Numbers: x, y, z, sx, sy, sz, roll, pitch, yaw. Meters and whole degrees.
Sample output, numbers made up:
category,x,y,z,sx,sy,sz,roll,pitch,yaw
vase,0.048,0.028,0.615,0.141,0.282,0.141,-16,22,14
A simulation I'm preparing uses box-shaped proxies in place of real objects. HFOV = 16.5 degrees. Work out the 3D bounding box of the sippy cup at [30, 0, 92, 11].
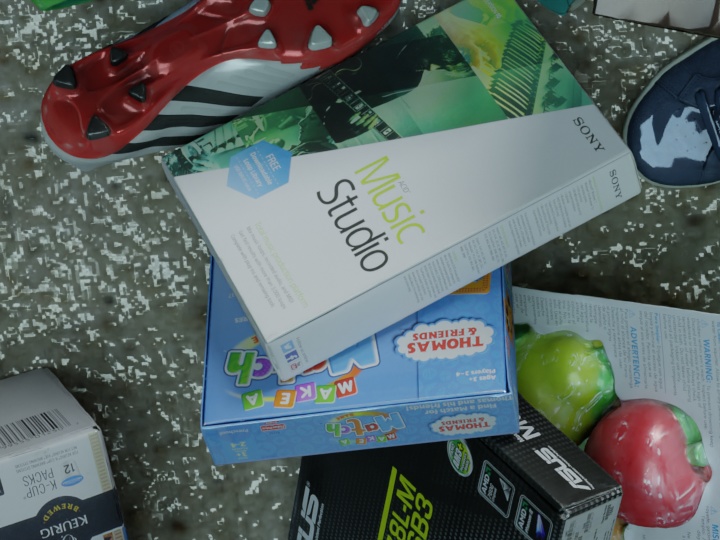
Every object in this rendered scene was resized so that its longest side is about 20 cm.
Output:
category,x,y,z,sx,sy,sz,roll,pitch,yaw
sippy cup,-0.112,-0.208,1.213,0.139,0.177,0.131,-12,97,47

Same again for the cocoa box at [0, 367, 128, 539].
category,x,y,z,sx,sy,sz,roll,pitch,yaw
cocoa box,-0.228,0.154,1.298,0.199,0.133,0.132,-17,107,-17

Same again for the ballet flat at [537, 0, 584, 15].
category,x,y,z,sx,sy,sz,roll,pitch,yaw
ballet flat,0.060,-0.219,1.222,0.072,0.072,0.200,-40,102,16

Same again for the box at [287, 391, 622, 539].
category,x,y,z,sx,sy,sz,roll,pitch,yaw
box,0.040,0.136,1.261,0.193,0.047,0.201,41,135,36

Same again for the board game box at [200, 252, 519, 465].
category,x,y,z,sx,sy,sz,roll,pitch,yaw
board game box,0.000,0.000,1.232,0.150,0.201,0.037,-7,138,8

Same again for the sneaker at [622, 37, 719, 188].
category,x,y,z,sx,sy,sz,roll,pitch,yaw
sneaker,0.224,-0.091,1.233,0.199,0.085,0.075,-24,104,13

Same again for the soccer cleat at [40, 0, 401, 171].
category,x,y,z,sx,sy,sz,roll,pitch,yaw
soccer cleat,-0.072,-0.108,1.272,0.199,0.085,0.069,-27,79,-9

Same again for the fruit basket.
category,x,y,z,sx,sy,sz,roll,pitch,yaw
fruit basket,0.126,0.097,1.268,0.199,0.094,0.186,5,110,33

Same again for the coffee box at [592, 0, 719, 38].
category,x,y,z,sx,sy,sz,roll,pitch,yaw
coffee box,0.154,-0.186,1.148,0.079,0.200,0.114,10,108,2

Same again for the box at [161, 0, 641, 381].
category,x,y,z,sx,sy,sz,roll,pitch,yaw
box,0.017,-0.048,1.214,0.199,0.145,0.036,-27,139,-7
